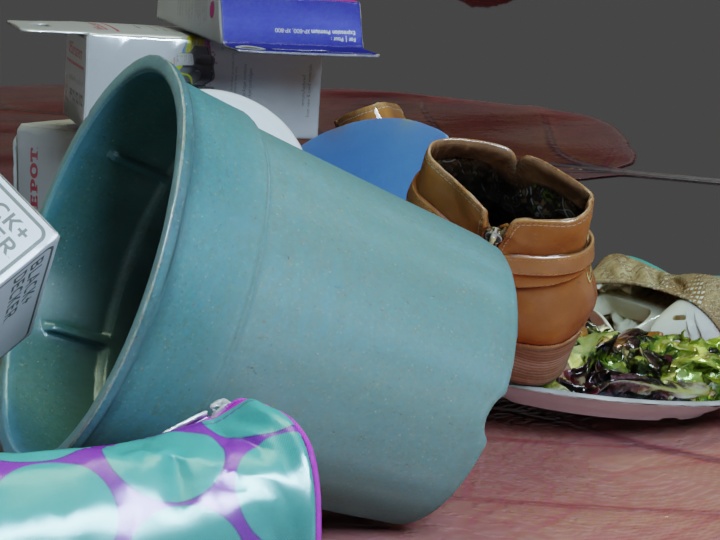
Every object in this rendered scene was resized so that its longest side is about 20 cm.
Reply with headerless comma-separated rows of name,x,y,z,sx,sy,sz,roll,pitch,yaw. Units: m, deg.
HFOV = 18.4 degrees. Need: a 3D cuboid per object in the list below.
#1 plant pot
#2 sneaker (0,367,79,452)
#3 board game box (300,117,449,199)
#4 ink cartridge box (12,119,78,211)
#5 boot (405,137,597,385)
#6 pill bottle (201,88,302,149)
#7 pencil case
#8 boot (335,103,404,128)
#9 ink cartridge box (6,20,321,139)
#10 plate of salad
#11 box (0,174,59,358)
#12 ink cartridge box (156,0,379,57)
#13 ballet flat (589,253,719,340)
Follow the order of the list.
plant pot,-0.044,0.026,1.061,0.196,0.201,0.200,20,1,-24
sneaker,-0.211,0.101,1.067,0.199,0.077,0.080,-10,25,-28
board game box,0.000,0.000,1.382,0.158,0.201,0.039,-21,-37,21
ink cartridge box,-0.145,-0.025,1.527,0.200,0.146,0.087,8,12,41
boot,0.028,-0.010,1.183,0.199,0.155,0.077,17,57,10
pill bottle,-0.109,-0.010,1.334,0.106,0.106,0.200,-5,-31,-26
pencil case,-0.121,0.106,0.922,0.199,0.093,0.085,-5,-23,-21
boot,0.035,-0.034,1.456,0.076,0.156,0.200,-11,6,-10
ink cartridge box,-0.135,-0.129,1.498,0.199,0.068,0.115,2,9,-14
plate of salad,0.136,0.052,1.318,0.199,0.048,0.200,7,7,-1
box,-0.227,0.045,0.967,0.200,0.060,0.117,-42,-8,-29
ink cartridge box,-0.063,-0.166,1.446,0.094,0.037,0.200,0,14,-20
ballet flat,0.206,0.036,1.464,0.065,0.071,0.200,-34,20,-20
